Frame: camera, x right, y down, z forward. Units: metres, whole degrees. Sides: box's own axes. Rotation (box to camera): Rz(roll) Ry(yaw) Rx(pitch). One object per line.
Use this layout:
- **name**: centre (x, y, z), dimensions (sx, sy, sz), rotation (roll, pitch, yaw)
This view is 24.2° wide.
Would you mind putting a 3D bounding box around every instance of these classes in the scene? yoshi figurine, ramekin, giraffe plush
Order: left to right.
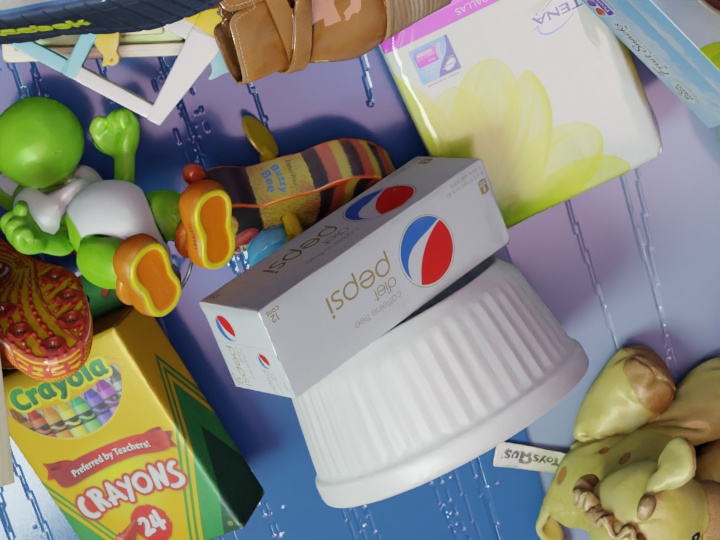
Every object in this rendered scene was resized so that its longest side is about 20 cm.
- **yoshi figurine**: centre (-0.176, -0.053, 1.070), dimensions (0.112, 0.200, 0.112), rotation (14, 97, -48)
- **ramekin**: centre (0.044, 0.068, 1.124), dimensions (0.202, 0.202, 0.095), rotation (-28, 95, 2)
- **giraffe plush**: centre (0.205, 0.155, 1.171), dimensions (0.199, 0.162, 0.173), rotation (-8, 105, -4)

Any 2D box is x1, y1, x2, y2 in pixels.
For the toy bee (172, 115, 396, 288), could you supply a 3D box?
- **toy bee**: centre (-0.070, -0.037, 1.116), dimensions (0.200, 0.109, 0.131), rotation (-41, 60, -9)

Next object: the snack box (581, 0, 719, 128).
- **snack box**: centre (0.239, -0.224, 1.094), dimensions (0.169, 0.068, 0.200), rotation (43, 72, -13)

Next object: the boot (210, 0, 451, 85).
- **boot**: centre (-0.041, -0.223, 1.029), dimensions (0.154, 0.074, 0.201), rotation (-24, 97, -16)

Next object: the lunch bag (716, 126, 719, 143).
- **lunch bag**: centre (0.366, -0.104, 1.167), dimensions (0.200, 0.077, 0.161), rotation (-39, 104, 5)

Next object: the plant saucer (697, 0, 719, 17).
- **plant saucer**: centre (0.246, -0.250, 1.014), dimensions (0.200, 0.037, 0.201), rotation (-11, 112, -29)

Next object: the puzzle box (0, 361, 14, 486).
- **puzzle box**: centre (-0.278, 0.052, 1.087), dimensions (0.025, 0.200, 0.134), rotation (-12, 106, -31)

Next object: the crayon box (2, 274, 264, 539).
- **crayon box**: centre (-0.172, 0.106, 1.159), dimensions (0.127, 0.051, 0.200), rotation (-24, 106, 27)

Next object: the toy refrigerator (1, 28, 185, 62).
- **toy refrigerator**: centre (-0.135, -0.181, 1.104), dimensions (0.199, 0.070, 0.076), rotation (-2, 104, -5)

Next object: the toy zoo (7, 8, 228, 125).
- **toy zoo**: centre (-0.157, -0.181, 1.058), dimensions (0.199, 0.020, 0.132), rotation (27, 93, -8)

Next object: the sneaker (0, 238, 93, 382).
- **sneaker**: centre (-0.222, 0.034, 1.095), dimensions (0.073, 0.200, 0.077), rotation (-22, 117, -23)

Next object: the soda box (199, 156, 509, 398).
- **soda box**: centre (0.000, 0.000, 1.064), dimensions (0.200, 0.068, 0.064), rotation (-36, 115, -31)

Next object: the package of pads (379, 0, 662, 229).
- **package of pads**: centre (0.103, -0.139, 1.138), dimensions (0.154, 0.068, 0.201), rotation (-24, 105, 2)

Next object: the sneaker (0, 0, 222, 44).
- **sneaker**: centre (-0.169, -0.183, 0.988), dimensions (0.199, 0.074, 0.083), rotation (-1, 83, 16)
